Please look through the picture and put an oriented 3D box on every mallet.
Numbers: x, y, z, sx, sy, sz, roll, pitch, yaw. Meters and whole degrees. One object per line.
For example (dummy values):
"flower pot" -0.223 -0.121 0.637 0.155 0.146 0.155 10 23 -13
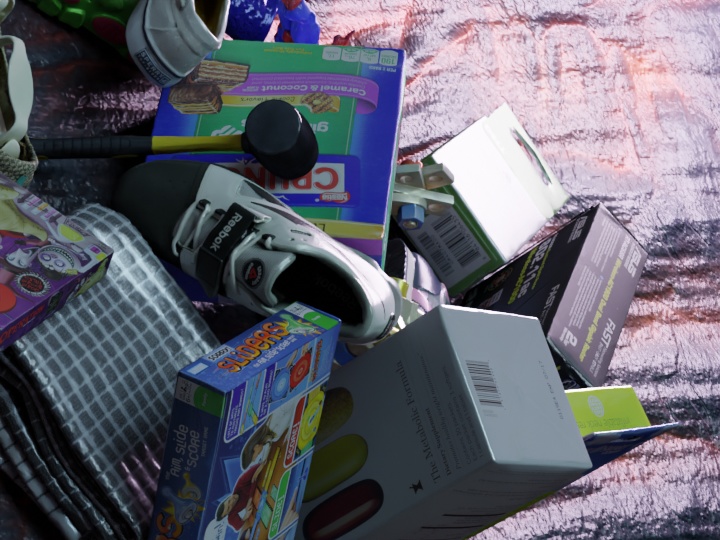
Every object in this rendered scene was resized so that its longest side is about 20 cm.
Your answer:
"mallet" -0.128 -0.084 1.438 0.066 0.200 0.041 82 8 -76

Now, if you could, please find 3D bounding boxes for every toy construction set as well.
"toy construction set" 0.000 0.000 1.568 0.092 0.131 0.200 39 45 -29

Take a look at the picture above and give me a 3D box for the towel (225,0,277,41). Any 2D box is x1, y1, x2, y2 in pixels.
"towel" -0.138 -0.272 1.693 0.200 0.050 0.148 35 33 -28

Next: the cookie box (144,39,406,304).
"cookie box" -0.060 -0.069 1.524 0.171 0.075 0.200 3 45 3

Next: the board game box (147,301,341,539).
"board game box" -0.076 0.131 1.327 0.034 0.200 0.135 23 26 21

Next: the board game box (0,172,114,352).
"board game box" -0.257 -0.035 1.294 0.200 0.032 0.120 33 39 11

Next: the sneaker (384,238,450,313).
"sneaker" 0.036 0.069 1.619 0.082 0.070 0.200 40 40 -31

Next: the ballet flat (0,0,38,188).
"ballet flat" -0.246 -0.137 1.428 0.068 0.075 0.200 6 58 -49

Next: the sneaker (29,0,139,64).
"sneaker" -0.187 -0.216 1.582 0.200 0.077 0.084 40 29 -40

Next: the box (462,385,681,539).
"box" 0.109 0.134 1.535 0.122 0.200 0.048 -1 63 -53

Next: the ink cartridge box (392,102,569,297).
"ink cartridge box" 0.096 -0.060 1.806 0.104 0.059 0.200 55 26 -2

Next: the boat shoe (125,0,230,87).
"boat shoe" -0.105 -0.212 1.543 0.075 0.086 0.202 49 28 -25

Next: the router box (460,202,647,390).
"router box" 0.127 0.052 1.674 0.062 0.150 0.200 46 34 -13

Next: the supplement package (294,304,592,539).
"supplement package" 0.029 0.120 1.446 0.110 0.200 0.114 9 55 -49

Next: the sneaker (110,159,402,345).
"sneaker" -0.068 -0.013 1.388 0.200 0.074 0.089 24 6 4

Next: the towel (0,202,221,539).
"towel" -0.158 0.070 1.356 0.200 0.086 0.166 53 34 -5

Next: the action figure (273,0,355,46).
"action figure" -0.043 -0.178 1.641 0.052 0.200 0.065 -29 61 -17
